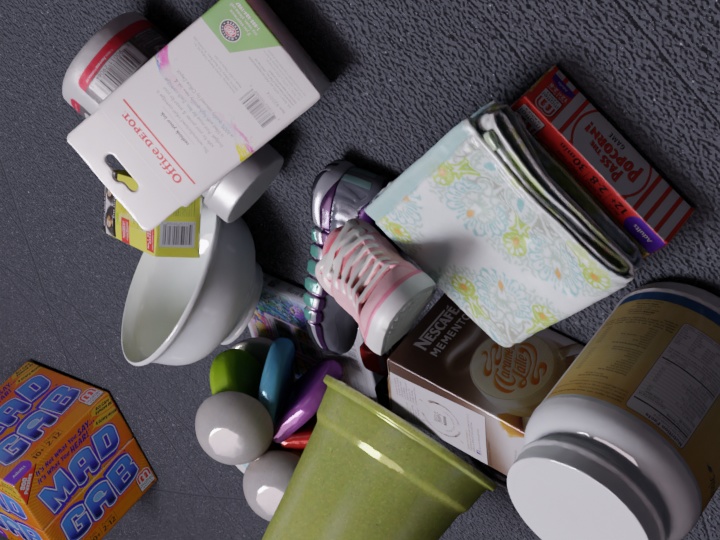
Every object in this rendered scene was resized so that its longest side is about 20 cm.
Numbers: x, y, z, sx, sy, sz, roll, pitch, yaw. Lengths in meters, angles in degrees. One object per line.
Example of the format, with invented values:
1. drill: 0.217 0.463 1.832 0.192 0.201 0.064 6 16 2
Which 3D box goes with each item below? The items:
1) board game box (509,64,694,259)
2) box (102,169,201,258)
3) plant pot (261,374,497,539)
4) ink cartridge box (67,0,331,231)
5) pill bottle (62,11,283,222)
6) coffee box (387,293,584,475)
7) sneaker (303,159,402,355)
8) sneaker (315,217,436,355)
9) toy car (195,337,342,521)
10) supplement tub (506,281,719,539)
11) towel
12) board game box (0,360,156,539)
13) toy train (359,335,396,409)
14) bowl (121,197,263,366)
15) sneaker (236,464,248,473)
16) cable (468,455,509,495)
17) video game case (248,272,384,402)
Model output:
1. board game box: 0.143 -0.052 1.041 0.152 0.046 0.200 45 149 -2
2. box: -0.218 -0.061 1.362 0.200 0.050 0.075 21 109 62
3. plant pot: 0.001 0.232 1.281 0.200 0.184 0.200 33 174 4
4. ink cartridge box: -0.139 -0.139 1.134 0.200 0.067 0.117 -36 101 15
5. pill bottle: -0.172 -0.140 1.238 0.200 0.111 0.111 41 149 4
6. coffee box: 0.136 0.110 1.179 0.200 0.114 0.080 26 145 26
7. sneaker: 0.000 0.000 1.216 0.087 0.074 0.200 16 124 24
8. sneaker: 0.005 0.009 1.092 0.105 0.075 0.200 40 -177 4
9. toy car: -0.071 0.155 1.410 0.150 0.175 0.200 -30 106 23
10. supplement tub: 0.217 0.121 1.015 0.145 0.200 0.145 30 146 22
11. towel: 0.105 -0.028 1.023 0.171 0.048 0.200 48 149 -4
12. board game box: -0.477 0.296 2.018 0.200 0.200 0.200 15 139 38
13. toy train: 0.019 0.082 1.343 0.034 0.046 0.200 18 140 36
14. bowl: -0.165 0.018 1.378 0.090 0.201 0.201 24 158 -27
15. sneaker: -0.091 0.251 1.646 0.200 0.074 0.082 31 150 19
16. cable: 0.177 0.180 1.276 0.200 0.051 0.163 54 147 -15
17. video game case: -0.049 0.096 1.461 0.182 0.024 0.200 22 143 33
